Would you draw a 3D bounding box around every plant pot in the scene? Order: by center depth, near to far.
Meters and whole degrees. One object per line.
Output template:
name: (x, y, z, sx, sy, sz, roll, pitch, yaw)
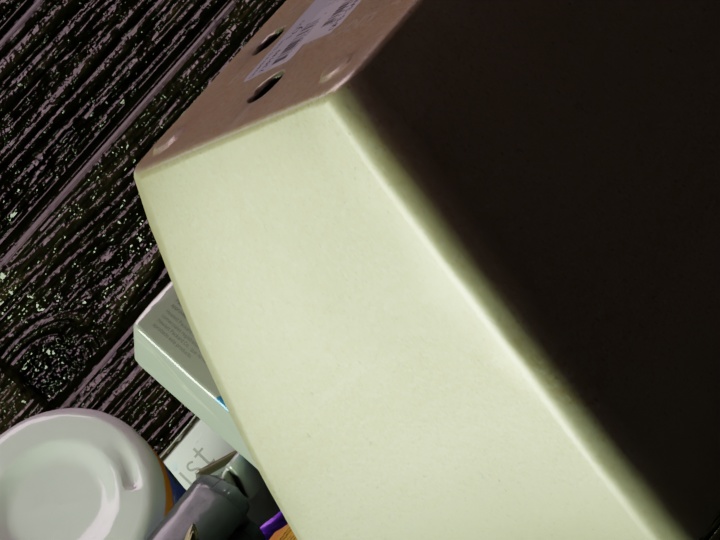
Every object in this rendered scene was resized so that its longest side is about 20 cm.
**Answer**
plant pot: (0.046, -0.024, 1.008, 0.200, 0.177, 0.200, -17, 28, 53)

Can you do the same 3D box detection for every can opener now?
can opener: (-0.056, 0.129, 1.400, 0.200, 0.067, 0.053, -51, -38, -24)

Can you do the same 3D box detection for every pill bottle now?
pill bottle: (-0.126, 0.161, 1.545, 0.112, 0.112, 0.200, -49, -29, -11)

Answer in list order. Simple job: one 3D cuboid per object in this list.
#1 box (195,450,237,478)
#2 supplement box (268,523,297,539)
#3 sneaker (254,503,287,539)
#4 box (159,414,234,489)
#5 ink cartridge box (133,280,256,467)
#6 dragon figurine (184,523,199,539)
box: (-0.024, 0.102, 1.561, 0.121, 0.032, 0.200, -29, -11, -5)
supplement box: (0.015, 0.113, 1.195, 0.067, 0.069, 0.200, -54, 8, -37)
sneaker: (-0.067, 0.194, 1.429, 0.200, 0.070, 0.100, -45, 16, -2)
box: (-0.019, 0.072, 1.738, 0.200, 0.097, 0.176, -48, -3, 11)
ink cartridge box: (0.000, 0.000, 1.394, 0.200, 0.116, 0.067, -47, -9, -14)
dragon figurine: (-0.049, 0.180, 1.329, 0.059, 0.099, 0.200, -94, 27, -84)
